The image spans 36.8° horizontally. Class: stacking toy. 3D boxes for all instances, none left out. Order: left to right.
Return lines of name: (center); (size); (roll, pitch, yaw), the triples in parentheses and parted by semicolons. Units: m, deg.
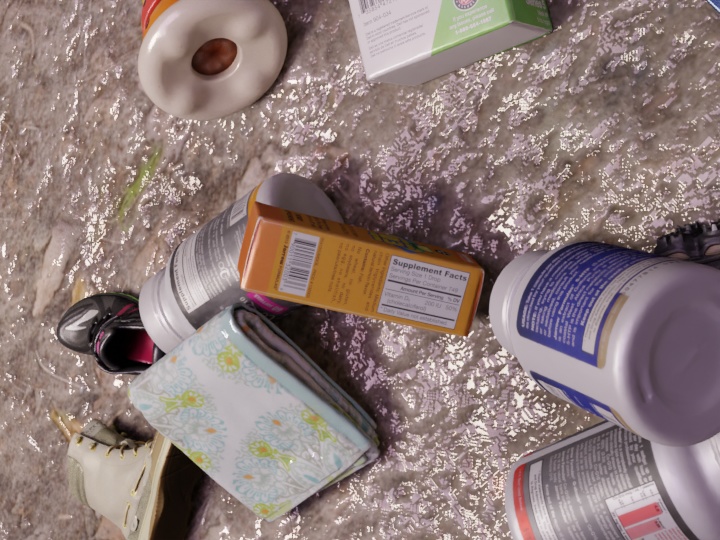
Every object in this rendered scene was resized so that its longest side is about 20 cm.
stacking toy: (-0.167, -0.258, 1.053); (0.146, 0.145, 0.201); (-50, 49, 27)

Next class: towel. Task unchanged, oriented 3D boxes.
towel: (-0.100, 0.138, 1.013); (0.171, 0.048, 0.200); (-36, 107, 31)

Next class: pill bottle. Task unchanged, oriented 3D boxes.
pill bottle: (-0.113, 0.003, 1.023); (0.199, 0.116, 0.118); (-32, 76, 33)
pill bottle: (0.178, 0.042, 0.782); (0.200, 0.118, 0.122); (-158, 70, -66)
pill bottle: (0.216, 0.162, 0.808); (0.199, 0.115, 0.117); (-31, 77, 33)

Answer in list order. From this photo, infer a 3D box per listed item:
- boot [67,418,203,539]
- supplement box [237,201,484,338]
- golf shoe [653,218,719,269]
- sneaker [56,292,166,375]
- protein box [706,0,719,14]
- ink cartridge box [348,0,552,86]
boot: (-0.240, 0.192, 1.158); (0.154, 0.072, 0.203); (28, 110, 32)
supplement box: (0.000, 0.000, 0.906); (0.197, 0.067, 0.070); (15, 102, -13)
golf shoe: (0.308, 0.003, 0.761); (0.198, 0.077, 0.096); (-9, 93, 45)
sneaker: (-0.257, 0.067, 1.148); (0.198, 0.083, 0.078); (4, 96, 34)
protein box: (0.267, -0.297, 0.720); (0.201, 0.134, 0.199); (52, 119, 20)
ink cartridge box: (0.059, -0.274, 0.898); (0.144, 0.084, 0.203); (-15, 86, 34)
